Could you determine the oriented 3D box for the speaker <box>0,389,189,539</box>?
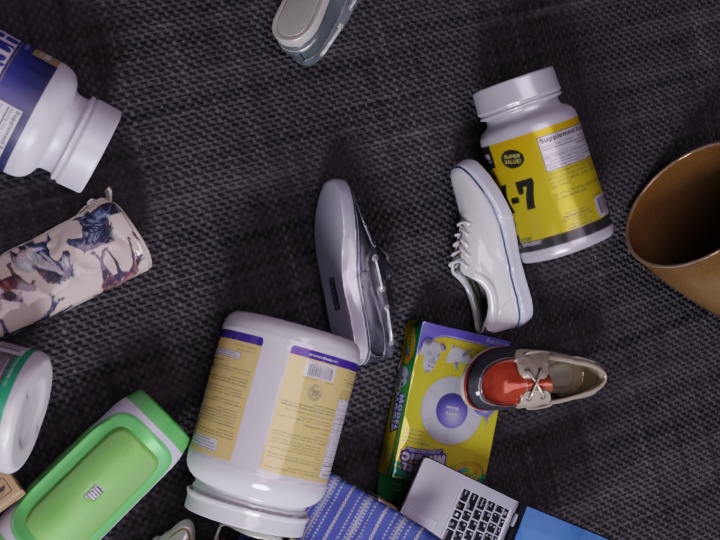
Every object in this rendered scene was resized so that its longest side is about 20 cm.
[{"bbox_3d":[-0.263,0.212,1.058,0.200,0.088,0.088,-45,103,-15],"label":"speaker"}]

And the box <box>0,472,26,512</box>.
[{"bbox_3d":[-0.440,0.202,1.001,0.200,0.021,0.164,-36,79,-16],"label":"box"}]

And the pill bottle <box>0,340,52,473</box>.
[{"bbox_3d":[-0.389,0.104,0.969,0.200,0.113,0.113,14,83,-1],"label":"pill bottle"}]

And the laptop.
[{"bbox_3d":[0.129,0.319,1.102,0.200,0.116,0.188,28,78,-16],"label":"laptop"}]

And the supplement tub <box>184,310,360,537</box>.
[{"bbox_3d":[-0.091,0.153,1.088,0.145,0.145,0.200,17,83,-18],"label":"supplement tub"}]

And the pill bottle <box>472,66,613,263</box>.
[{"bbox_3d":[0.201,-0.119,1.218,0.114,0.114,0.200,-21,95,-19],"label":"pill bottle"}]

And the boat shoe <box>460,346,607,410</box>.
[{"bbox_3d":[0.192,0.121,1.198,0.200,0.062,0.071,1,95,-43],"label":"boat shoe"}]

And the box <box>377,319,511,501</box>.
[{"bbox_3d":[0.091,0.164,1.206,0.117,0.048,0.200,13,85,-20],"label":"box"}]

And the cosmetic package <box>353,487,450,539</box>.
[{"bbox_3d":[0.062,0.331,1.177,0.200,0.073,0.104,33,78,-15],"label":"cosmetic package"}]

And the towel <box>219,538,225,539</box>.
[{"bbox_3d":[-0.140,0.354,1.069,0.144,0.023,0.200,-27,118,16],"label":"towel"}]

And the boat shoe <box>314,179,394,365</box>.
[{"bbox_3d":[0.000,0.000,1.165,0.068,0.072,0.200,-8,86,-28],"label":"boat shoe"}]

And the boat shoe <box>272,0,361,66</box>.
[{"bbox_3d":[-0.029,-0.311,1.180,0.200,0.073,0.062,-62,150,-18],"label":"boat shoe"}]

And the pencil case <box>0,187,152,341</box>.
[{"bbox_3d":[-0.309,0.001,1.051,0.200,0.078,0.090,-29,88,-19],"label":"pencil case"}]

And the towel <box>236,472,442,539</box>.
[{"bbox_3d":[-0.030,0.290,1.107,0.200,0.024,0.145,26,77,24],"label":"towel"}]

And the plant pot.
[{"bbox_3d":[0.446,-0.018,1.282,0.200,0.186,0.187,43,75,-28],"label":"plant pot"}]

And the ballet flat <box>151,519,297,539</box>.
[{"bbox_3d":[-0.154,0.282,1.083,0.200,0.072,0.072,0,88,1],"label":"ballet flat"}]

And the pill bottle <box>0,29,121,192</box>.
[{"bbox_3d":[-0.336,-0.159,1.023,0.200,0.120,0.120,27,80,-17],"label":"pill bottle"}]

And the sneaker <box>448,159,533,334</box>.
[{"bbox_3d":[0.134,-0.023,1.212,0.071,0.073,0.200,-22,96,-22],"label":"sneaker"}]
